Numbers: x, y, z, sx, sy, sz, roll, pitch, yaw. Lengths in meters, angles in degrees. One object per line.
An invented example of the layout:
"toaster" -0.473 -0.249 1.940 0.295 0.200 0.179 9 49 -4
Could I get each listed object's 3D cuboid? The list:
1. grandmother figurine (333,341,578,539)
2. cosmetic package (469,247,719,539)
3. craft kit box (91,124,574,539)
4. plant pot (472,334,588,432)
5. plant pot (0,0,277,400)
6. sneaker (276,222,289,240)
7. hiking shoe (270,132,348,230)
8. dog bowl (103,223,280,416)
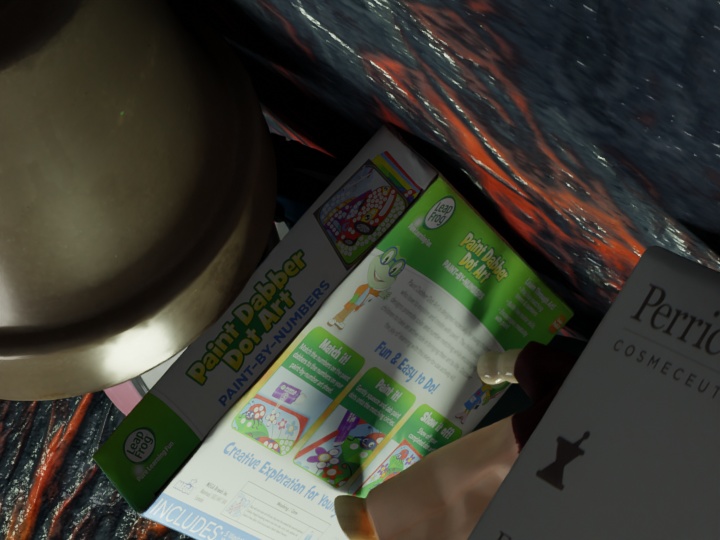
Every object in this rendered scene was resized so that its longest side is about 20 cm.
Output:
"grandmother figurine" 0.083 0.086 0.917 0.060 0.199 0.122 28 -143 -56
"cosmetic package" 0.143 0.131 0.664 0.165 0.201 0.165 34 175 -36
"craft kit box" -0.004 0.052 0.936 0.049 0.198 0.200 45 -177 30
"plant pot" 0.099 0.143 1.116 0.199 0.200 0.188 33 -149 -13
"plant pot" -0.143 -0.071 0.805 0.199 0.201 0.175 30 159 21
"sneaker" 0.023 0.012 1.214 0.200 0.079 0.096 46 -157 -19
"hiking shoe" 0.000 0.000 1.073 0.200 0.087 0.074 36 174 -40
"dog bowl" -0.097 -0.010 0.995 0.200 0.073 0.202 -17 -90 -79
